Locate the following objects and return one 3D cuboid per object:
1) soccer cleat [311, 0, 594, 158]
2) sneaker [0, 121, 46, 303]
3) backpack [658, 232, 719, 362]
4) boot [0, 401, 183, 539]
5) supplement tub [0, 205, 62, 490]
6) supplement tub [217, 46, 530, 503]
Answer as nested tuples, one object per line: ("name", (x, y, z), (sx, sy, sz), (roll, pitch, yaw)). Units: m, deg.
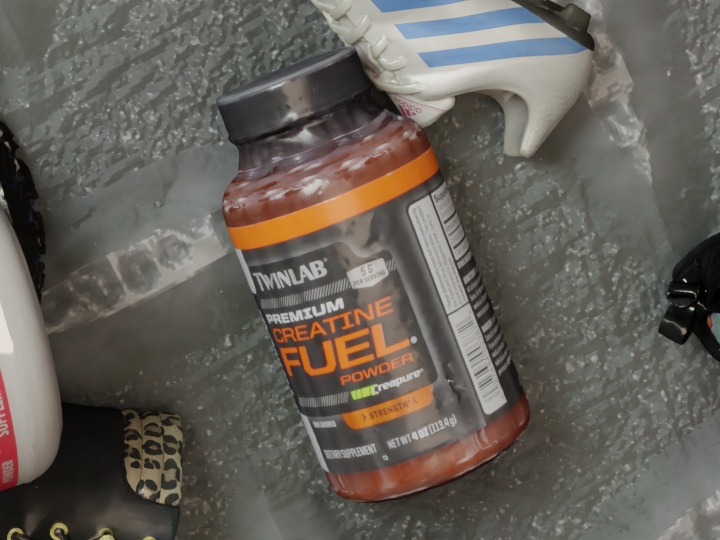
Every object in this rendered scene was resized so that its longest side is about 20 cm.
("soccer cleat", (0.017, -0.120, 0.957), (0.199, 0.070, 0.087), (26, 92, -11))
("sneaker", (-0.205, -0.054, 0.939), (0.078, 0.075, 0.201), (-21, 94, 7))
("backpack", (0.248, 0.002, 0.941), (0.126, 0.200, 0.167), (38, 90, -11))
("boot", (-0.160, 0.130, 0.917), (0.153, 0.205, 0.074), (12, 140, -14))
("supplement tub", (-0.234, 0.045, 0.824), (0.199, 0.140, 0.141), (-17, 99, -18))
("supplement tub", (0.000, 0.000, 0.952), (0.106, 0.107, 0.201), (-23, 99, -5))
